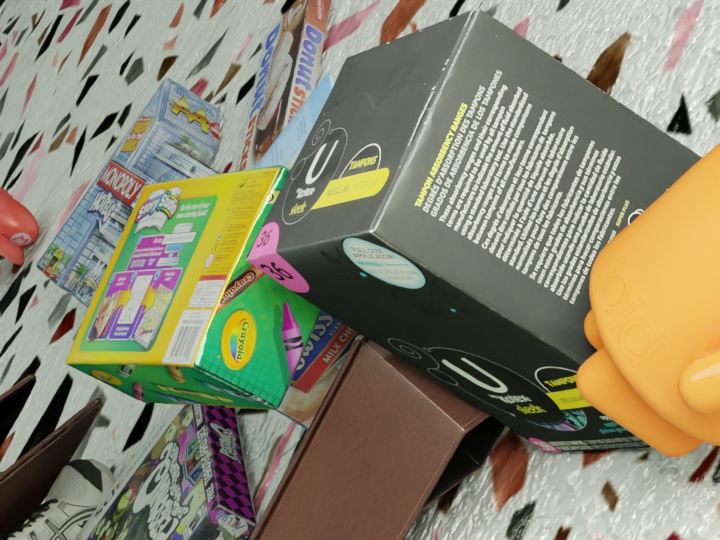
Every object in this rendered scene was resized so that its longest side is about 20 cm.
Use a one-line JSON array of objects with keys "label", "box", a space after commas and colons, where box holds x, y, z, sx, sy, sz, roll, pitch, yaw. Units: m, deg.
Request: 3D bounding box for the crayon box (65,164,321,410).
[{"label": "crayon box", "box": [-0.085, 0.011, 1.450, 0.200, 0.058, 0.119, -3, 61, 64]}]

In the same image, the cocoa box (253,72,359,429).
[{"label": "cocoa box", "box": [0.000, 0.000, 1.543, 0.133, 0.131, 0.200, -51, 20, 20]}]

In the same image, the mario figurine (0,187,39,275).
[{"label": "mario figurine", "box": [-0.403, -0.007, 2.574, 0.200, 0.106, 0.123, -21, 16, 25]}]

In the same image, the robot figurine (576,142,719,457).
[{"label": "robot figurine", "box": [0.180, 0.001, 1.132, 0.144, 0.117, 0.200, -12, -26, -51]}]

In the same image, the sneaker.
[{"label": "sneaker", "box": [-0.241, 0.208, 1.883, 0.076, 0.088, 0.200, -39, 26, 47]}]

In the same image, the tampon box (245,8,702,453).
[{"label": "tampon box", "box": [0.076, -0.014, 1.277, 0.150, 0.200, 0.126, -13, 48, 64]}]

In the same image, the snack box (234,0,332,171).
[{"label": "snack box", "box": [-0.062, -0.142, 2.067, 0.072, 0.024, 0.200, -45, 24, 37]}]

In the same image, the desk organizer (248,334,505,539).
[{"label": "desk organizer", "box": [0.009, 0.115, 1.426, 0.072, 0.077, 0.200, -31, -25, -48]}]

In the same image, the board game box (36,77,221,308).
[{"label": "board game box", "box": [-0.179, -0.059, 2.174, 0.200, 0.062, 0.200, -59, 19, -1]}]

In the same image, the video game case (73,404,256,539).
[{"label": "video game case", "box": [-0.139, 0.184, 1.748, 0.181, 0.036, 0.200, -54, 20, 16]}]

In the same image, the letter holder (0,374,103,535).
[{"label": "letter holder", "box": [-0.293, 0.148, 1.923, 0.142, 0.101, 0.200, -37, -13, -47]}]
